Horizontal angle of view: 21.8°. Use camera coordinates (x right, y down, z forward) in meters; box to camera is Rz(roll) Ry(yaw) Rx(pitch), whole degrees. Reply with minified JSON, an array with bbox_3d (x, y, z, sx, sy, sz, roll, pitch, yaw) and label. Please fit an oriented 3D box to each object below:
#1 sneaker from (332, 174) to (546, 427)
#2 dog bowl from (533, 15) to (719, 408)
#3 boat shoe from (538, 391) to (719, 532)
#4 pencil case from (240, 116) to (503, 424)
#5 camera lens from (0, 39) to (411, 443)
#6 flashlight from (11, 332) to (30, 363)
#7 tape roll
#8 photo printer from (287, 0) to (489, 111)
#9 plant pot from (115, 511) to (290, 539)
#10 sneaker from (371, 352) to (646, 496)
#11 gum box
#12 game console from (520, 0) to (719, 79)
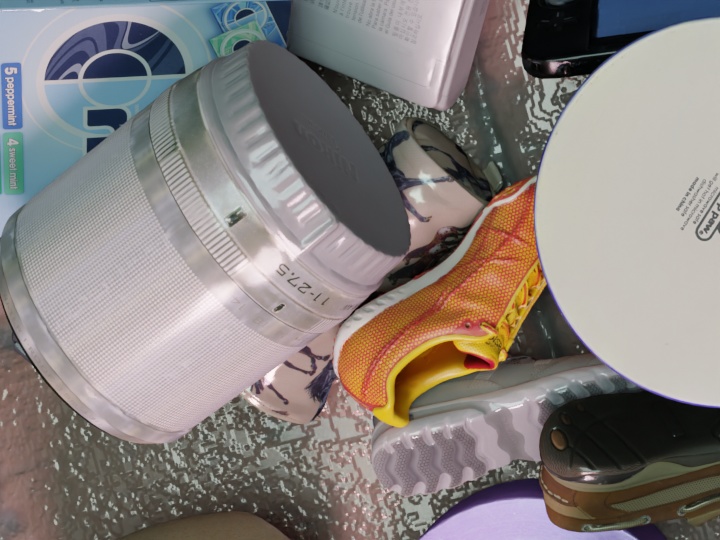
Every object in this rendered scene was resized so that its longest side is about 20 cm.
[{"bbox_3d":[0.077,0.016,1.090,0.200,0.073,0.077,-42,57,-3],"label":"sneaker"},{"bbox_3d":[0.191,-0.031,0.971,0.198,0.079,0.203,1,95,14],"label":"dog bowl"},{"bbox_3d":[0.194,0.107,1.082,0.198,0.076,0.074,-6,129,-12],"label":"boat shoe"},{"bbox_3d":[0.000,0.000,1.134,0.200,0.089,0.078,-49,55,11],"label":"pencil case"},{"bbox_3d":[-0.091,-0.012,1.045,0.199,0.160,0.161,-36,86,19],"label":"camera lens"},{"bbox_3d":[-0.252,-0.009,1.200,0.200,0.068,0.068,43,128,6],"label":"flashlight"},{"bbox_3d":[0.109,0.231,1.131,0.198,0.066,0.203,1,94,14],"label":"tape roll"},{"bbox_3d":[-0.014,-0.204,1.104,0.198,0.069,0.168,22,120,13],"label":"photo printer"},{"bbox_3d":[-0.088,0.226,1.131,0.200,0.201,0.134,43,67,7],"label":"plant pot"},{"bbox_3d":[0.099,0.070,1.116,0.198,0.082,0.075,-9,130,-3],"label":"sneaker"},{"bbox_3d":[-0.146,-0.099,1.089,0.198,0.045,0.171,-4,135,-13],"label":"gum box"},{"bbox_3d":[0.185,-0.206,1.058,0.198,0.176,0.117,-7,121,14],"label":"game console"}]
